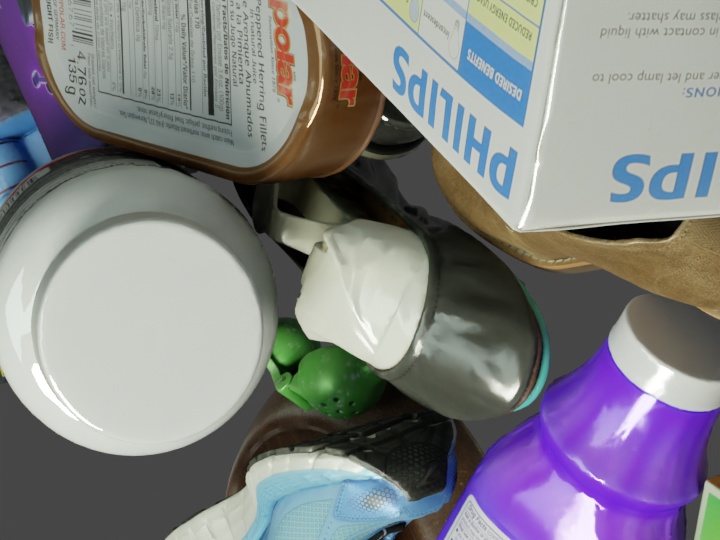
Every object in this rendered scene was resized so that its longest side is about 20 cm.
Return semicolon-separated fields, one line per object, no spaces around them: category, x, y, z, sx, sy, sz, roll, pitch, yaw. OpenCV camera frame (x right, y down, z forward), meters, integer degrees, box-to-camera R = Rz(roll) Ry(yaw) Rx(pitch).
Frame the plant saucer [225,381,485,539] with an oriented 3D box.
plant saucer;-0.002;0.135;1.086;0.200;0.034;0.201;18;113;50

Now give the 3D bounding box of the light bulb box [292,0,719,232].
light bulb box;0.076;-0.145;0.791;0.198;0.124;0.201;-130;42;-54

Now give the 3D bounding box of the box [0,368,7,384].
box;-0.244;-0.031;1.346;0.200;0.046;0.160;10;108;51

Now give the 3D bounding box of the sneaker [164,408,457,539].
sneaker;-0.008;0.116;1.002;0.200;0.078;0.090;-45;63;58

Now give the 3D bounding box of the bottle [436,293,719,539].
bottle;0.076;0.097;0.936;0.083;0.065;0.200;36;124;15

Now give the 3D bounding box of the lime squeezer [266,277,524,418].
lime squeezer;-0.017;0.023;1.053;0.200;0.038;0.071;10;86;52

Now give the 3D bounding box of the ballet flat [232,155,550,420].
ballet flat;0.000;0.000;0.972;0.200;0.068;0.068;45;120;57

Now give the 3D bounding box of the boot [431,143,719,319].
boot;0.074;-0.035;0.881;0.200;0.075;0.074;23;95;56

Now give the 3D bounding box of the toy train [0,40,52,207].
toy train;-0.153;-0.021;1.165;0.200;0.087;0.114;58;178;25

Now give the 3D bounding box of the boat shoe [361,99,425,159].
boat shoe;-0.006;-0.144;0.976;0.063;0.073;0.202;-25;75;61

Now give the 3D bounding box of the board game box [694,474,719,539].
board game box;0.150;0.164;0.901;0.095;0.030;0.201;32;122;44

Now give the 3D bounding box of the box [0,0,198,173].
box;-0.111;-0.157;1.111;0.141;0.079;0.201;-45;64;46

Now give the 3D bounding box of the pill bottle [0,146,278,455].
pill bottle;-0.091;0.011;0.992;0.200;0.110;0.111;-147;50;-78

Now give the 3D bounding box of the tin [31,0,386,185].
tin;-0.064;-0.095;0.977;0.200;0.042;0.112;17;118;49
